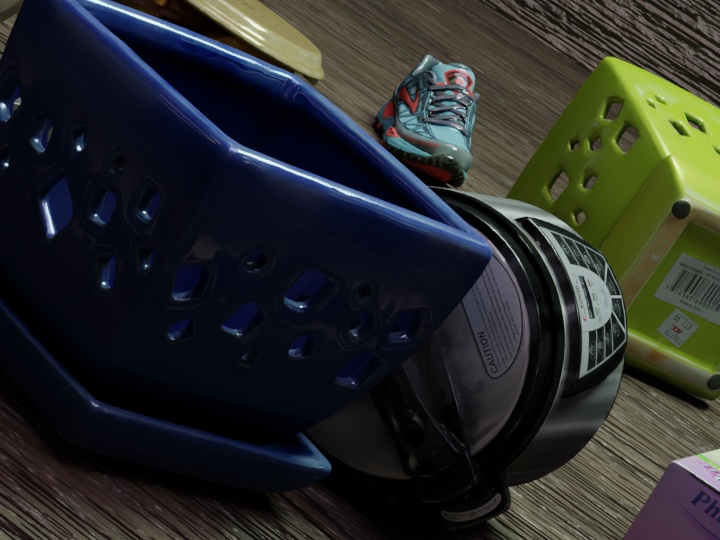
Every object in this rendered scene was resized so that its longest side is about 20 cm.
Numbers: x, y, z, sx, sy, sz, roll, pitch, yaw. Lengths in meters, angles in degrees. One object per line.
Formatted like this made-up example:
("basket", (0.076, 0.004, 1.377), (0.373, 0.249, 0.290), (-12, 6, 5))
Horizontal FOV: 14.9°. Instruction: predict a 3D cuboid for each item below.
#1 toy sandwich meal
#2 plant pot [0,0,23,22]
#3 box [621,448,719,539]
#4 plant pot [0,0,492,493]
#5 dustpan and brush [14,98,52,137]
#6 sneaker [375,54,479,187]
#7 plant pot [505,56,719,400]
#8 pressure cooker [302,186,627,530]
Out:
("toy sandwich meal", (-0.124, -0.203, 2.363), (0.205, 0.070, 0.205), (33, 9, -6))
("plant pot", (-0.288, -0.251, 1.933), (0.200, 0.201, 0.175), (31, -5, 3))
("box", (0.257, 0.193, 1.628), (0.176, 0.097, 0.200), (35, 12, 18))
("plant pot", (-0.089, -0.007, 1.402), (0.200, 0.180, 0.200), (17, 18, -45))
("dustpan and brush", (-0.156, -0.091, 1.845), (0.200, 0.057, 0.140), (32, 12, 1))
("sneaker", (0.066, -0.145, 2.493), (0.079, 0.096, 0.200), (26, 13, -19))
("plant pot", (0.246, -0.023, 2.228), (0.199, 0.199, 0.182), (25, 20, -27))
("pressure cooker", (0.044, 0.043, 1.537), (0.175, 0.179, 0.200), (28, 8, 22))
